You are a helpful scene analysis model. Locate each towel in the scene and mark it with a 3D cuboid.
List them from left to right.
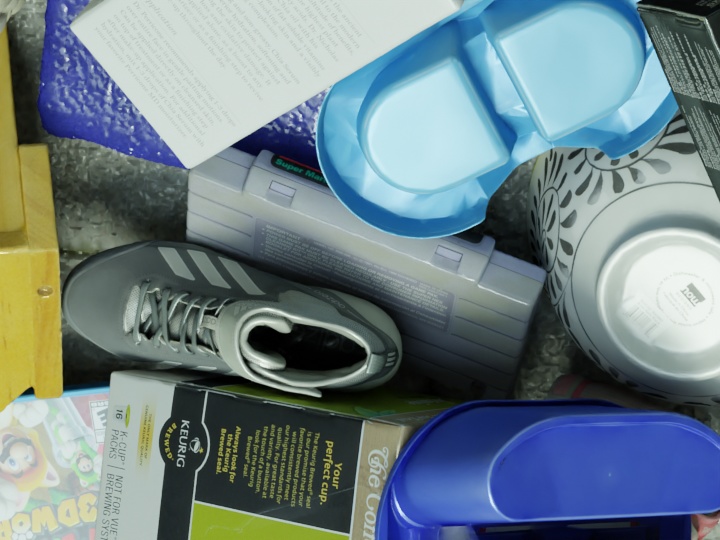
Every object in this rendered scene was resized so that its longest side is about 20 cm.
[{"bbox_3d":[-0.073,-0.123,1.451,0.199,0.050,0.149,13,115,9],"label":"towel"}]

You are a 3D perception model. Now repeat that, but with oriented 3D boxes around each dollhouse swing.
[{"bbox_3d":[-0.276,-0.036,1.496,0.199,0.177,0.182,-6,139,-10],"label":"dollhouse swing"}]

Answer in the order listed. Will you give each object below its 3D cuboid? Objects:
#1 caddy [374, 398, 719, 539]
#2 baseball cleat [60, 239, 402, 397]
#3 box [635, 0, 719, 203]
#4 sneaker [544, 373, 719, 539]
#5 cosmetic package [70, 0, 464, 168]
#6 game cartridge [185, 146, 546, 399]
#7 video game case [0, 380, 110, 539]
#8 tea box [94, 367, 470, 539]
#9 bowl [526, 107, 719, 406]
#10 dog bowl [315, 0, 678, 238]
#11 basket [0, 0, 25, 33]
[{"bbox_3d":[0.103,0.137,1.374,0.105,0.199,0.142,-6,84,58],"label":"caddy"},{"bbox_3d":[-0.078,0.023,1.430,0.199,0.106,0.070,7,92,14],"label":"baseball cleat"},{"bbox_3d":[0.254,-0.076,1.304,0.163,0.086,0.201,-30,107,-11],"label":"box"},{"bbox_3d":[0.148,0.161,1.501,0.104,0.075,0.201,12,114,17],"label":"sneaker"},{"bbox_3d":[-0.039,-0.144,1.338,0.199,0.071,0.102,-27,110,38],"label":"cosmetic package"},{"bbox_3d":[0.000,0.000,1.460,0.199,0.039,0.130,21,148,6],"label":"game cartridge"},{"bbox_3d":[-0.190,0.170,1.565,0.142,0.018,0.201,-6,100,10],"label":"video game case"},{"bbox_3d":[-0.034,0.163,1.465,0.196,0.133,0.201,10,96,32],"label":"tea box"},{"bbox_3d":[0.175,-0.002,1.404,0.199,0.094,0.202,7,116,14],"label":"bowl"},{"bbox_3d":[0.072,-0.096,1.374,0.199,0.050,0.112,-25,115,12],"label":"dog bowl"},{"bbox_3d":[-0.245,-0.214,1.372,0.160,0.200,0.199,24,120,2],"label":"basket"}]
